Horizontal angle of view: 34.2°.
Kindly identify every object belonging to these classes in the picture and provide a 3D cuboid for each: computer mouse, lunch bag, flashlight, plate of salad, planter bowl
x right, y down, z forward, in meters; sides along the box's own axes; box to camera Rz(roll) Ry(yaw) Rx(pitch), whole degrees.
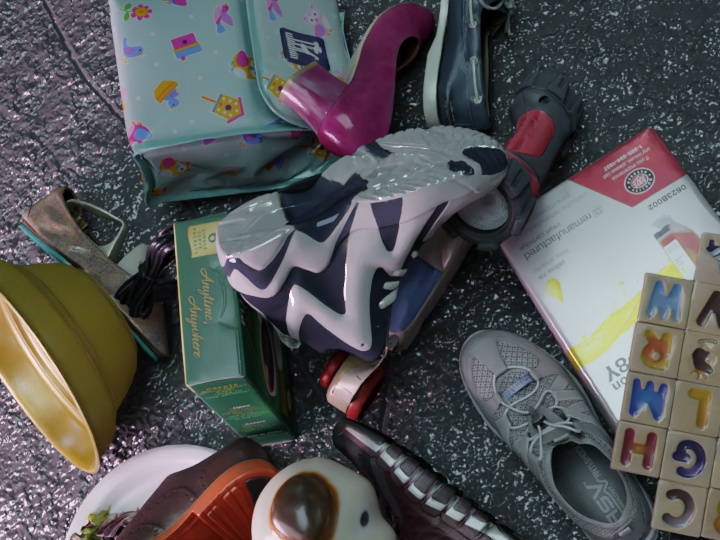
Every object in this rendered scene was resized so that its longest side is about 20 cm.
[{"bbox_3d":[-0.101,-0.010,0.944,0.046,0.199,0.140,58,136,10],"label":"computer mouse"},{"bbox_3d":[-0.101,-0.160,0.993,0.198,0.122,0.172,-10,65,-5],"label":"lunch bag"},{"bbox_3d":[0.115,-0.091,0.869,0.067,0.068,0.200,21,39,11],"label":"flashlight"},{"bbox_3d":[-0.152,0.235,0.914,0.198,0.048,0.202,-5,72,15],"label":"plate of salad"},{"bbox_3d":[-0.239,0.058,0.945,0.083,0.201,0.200,-35,63,-27],"label":"planter bowl"}]

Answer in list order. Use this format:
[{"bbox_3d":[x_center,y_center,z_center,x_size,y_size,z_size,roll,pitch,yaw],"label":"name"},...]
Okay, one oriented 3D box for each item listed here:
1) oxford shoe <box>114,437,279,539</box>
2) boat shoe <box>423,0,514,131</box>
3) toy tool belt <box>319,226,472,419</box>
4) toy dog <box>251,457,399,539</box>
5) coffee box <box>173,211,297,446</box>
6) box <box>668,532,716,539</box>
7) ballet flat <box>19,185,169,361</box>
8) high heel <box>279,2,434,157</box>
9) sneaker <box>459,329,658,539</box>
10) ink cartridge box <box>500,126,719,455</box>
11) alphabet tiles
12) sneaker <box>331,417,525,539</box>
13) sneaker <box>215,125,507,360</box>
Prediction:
[{"bbox_3d":[-0.144,0.203,0.876,0.199,0.071,0.073,-35,31,-4],"label":"oxford shoe"},{"bbox_3d":[0.096,-0.213,0.975,0.061,0.075,0.202,5,75,19],"label":"boat shoe"},{"bbox_3d":[0.000,0.000,0.900,0.122,0.125,0.201,31,76,10],"label":"toy tool belt"},{"bbox_3d":[-0.053,0.225,0.813,0.193,0.139,0.201,37,98,20],"label":"toy dog"},{"bbox_3d":[-0.090,0.051,0.872,0.043,0.200,0.124,-9,70,4],"label":"coffee box"},{"bbox_3d":[0.290,0.269,0.774,0.198,0.050,0.201,10,76,18],"label":"box"},{"bbox_3d":[-0.215,-0.007,1.004,0.200,0.068,0.067,41,80,22],"label":"ballet flat"},{"bbox_3d":[0.027,-0.152,0.947,0.096,0.200,0.068,40,131,11],"label":"high heel"},{"bbox_3d":[0.144,0.115,0.848,0.075,0.082,0.200,-41,66,0],"label":"sneaker"},{"bbox_3d":[0.211,0.022,0.859,0.144,0.083,0.201,-32,67,5],"label":"ink cartridge box"},{"bbox_3d":[0.260,0.082,0.780,0.164,0.006,0.202,10,89,6],"label":"alphabet tiles"},{"bbox_3d":[0.033,0.204,0.857,0.199,0.076,0.116,36,88,23],"label":"sneaker"},{"bbox_3d":[0.015,-0.007,0.784,0.198,0.130,0.080,-25,36,-1],"label":"sneaker"}]
